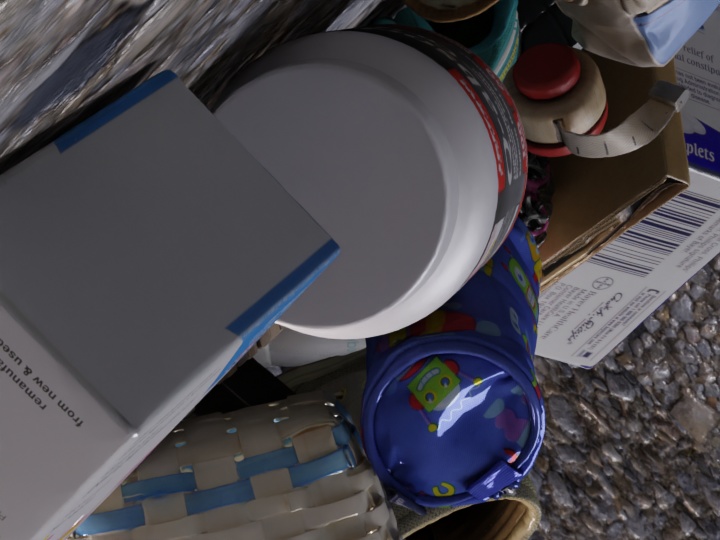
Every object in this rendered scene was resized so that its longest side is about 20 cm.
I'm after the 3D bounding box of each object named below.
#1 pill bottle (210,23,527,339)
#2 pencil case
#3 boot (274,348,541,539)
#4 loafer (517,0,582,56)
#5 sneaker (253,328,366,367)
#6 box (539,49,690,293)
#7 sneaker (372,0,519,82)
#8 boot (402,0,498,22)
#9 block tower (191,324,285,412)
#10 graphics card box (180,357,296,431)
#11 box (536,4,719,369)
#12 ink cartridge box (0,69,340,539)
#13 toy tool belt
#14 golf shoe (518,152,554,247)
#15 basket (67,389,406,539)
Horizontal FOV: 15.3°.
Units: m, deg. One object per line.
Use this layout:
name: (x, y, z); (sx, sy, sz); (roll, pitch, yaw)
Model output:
pill bottle: (0.000, -0.035, 1.030); (0.116, 0.116, 0.200); (-45, 179, 11)
pencil case: (0.043, 0.033, 1.176); (0.078, 0.087, 0.200); (-28, -162, 13)
boot: (-0.002, 0.114, 1.330); (0.200, 0.072, 0.155); (-34, -142, 21)
loafer: (0.058, -0.120, 1.352); (0.200, 0.073, 0.072); (-35, -172, 7)
sneaker: (0.000, 0.000, 1.345); (0.200, 0.088, 0.075); (-60, 149, -62)
box: (0.110, -0.097, 1.443); (0.163, 0.021, 0.200); (-38, -135, 46)
sneaker: (0.007, -0.080, 1.233); (0.200, 0.077, 0.080); (-39, 148, -42)
boot: (0.116, -0.186, 1.041); (0.200, 0.066, 0.175); (-41, 176, -45)
block tower: (-0.094, 0.032, 1.150); (0.058, 0.054, 0.200); (-5, -161, 27)
graphics card box: (-0.082, 0.113, 1.309); (0.051, 0.125, 0.200); (-31, 147, -33)
box: (0.127, -0.080, 1.534); (0.184, 0.105, 0.200); (-46, -139, 39)
ink cartridge box: (-0.117, 0.050, 0.822); (0.200, 0.085, 0.145); (-44, 179, 33)
toy tool belt: (0.119, -0.161, 1.225); (0.200, 0.125, 0.123); (-51, 143, -22)
golf shoe: (0.055, -0.054, 1.429); (0.092, 0.073, 0.200); (-47, -151, 48)
basket: (-0.042, 0.159, 1.152); (0.176, 0.200, 0.139); (-11, -175, -3)
